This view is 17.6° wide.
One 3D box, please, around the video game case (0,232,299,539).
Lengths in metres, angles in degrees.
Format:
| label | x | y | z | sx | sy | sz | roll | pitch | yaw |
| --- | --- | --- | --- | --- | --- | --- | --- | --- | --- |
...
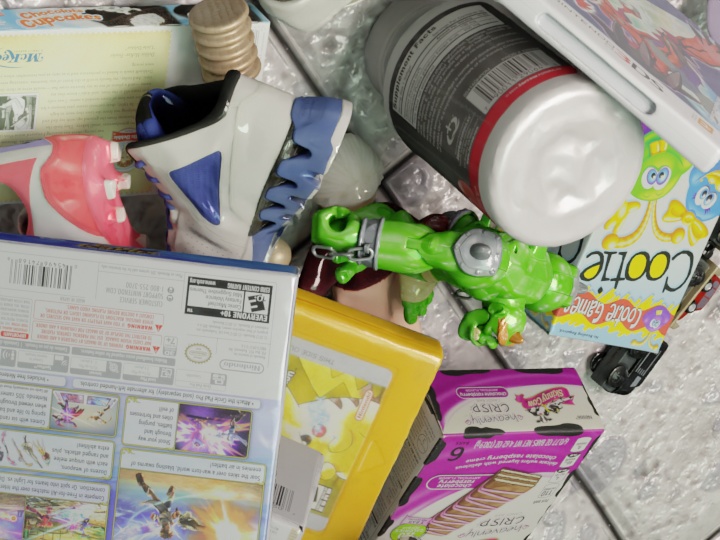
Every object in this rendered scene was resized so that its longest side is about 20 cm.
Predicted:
| label | x | y | z | sx | sy | sz | roll | pitch | yaw |
| --- | --- | --- | --- | --- | --- | --- | --- | --- | --- |
| video game case | -0.144 | 0.077 | 1.366 | 0.199 | 0.045 | 0.182 | 7 | 96 | 0 |

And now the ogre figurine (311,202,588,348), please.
| label | x | y | z | sx | sy | sz | roll | pitch | yaw |
| --- | --- | --- | --- | --- | --- | --- | --- | --- | --- |
| ogre figurine | 0.063 | -0.006 | 1.498 | 0.200 | 0.120 | 0.098 | 48 | 57 | -50 |

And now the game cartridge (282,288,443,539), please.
| label | x | y | z | sx | sy | sz | roll | pitch | yaw |
| --- | --- | --- | --- | --- | --- | --- | --- | --- | --- |
| game cartridge | -0.069 | 0.092 | 1.546 | 0.200 | 0.032 | 0.177 | 19 | 110 | -13 |

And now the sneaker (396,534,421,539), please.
| label | x | y | z | sx | sy | sz | roll | pitch | yaw |
| --- | --- | --- | --- | --- | --- | --- | --- | --- | --- |
| sneaker | 0.001 | 0.233 | 1.575 | 0.115 | 0.075 | 0.200 | -15 | 164 | 6 |

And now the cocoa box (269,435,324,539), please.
| label | x | y | z | sx | sy | sz | roll | pitch | yaw |
| --- | --- | --- | --- | --- | --- | --- | --- | --- | --- |
| cocoa box | -0.142 | 0.154 | 1.474 | 0.200 | 0.133 | 0.131 | 24 | 107 | -3 |

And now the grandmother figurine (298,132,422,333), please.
| label | x | y | z | sx | sy | sz | roll | pitch | yaw |
| --- | --- | --- | --- | --- | --- | --- | --- | --- | --- |
| grandmother figurine | 0.000 | 0.000 | 1.571 | 0.121 | 0.060 | 0.200 | -37 | 130 | -36 |

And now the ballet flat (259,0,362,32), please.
| label | x | y | z | sx | sy | sz | roll | pitch | yaw |
| --- | --- | --- | --- | --- | --- | --- | --- | --- | --- |
| ballet flat | 0.022 | -0.218 | 1.458 | 0.200 | 0.069 | 0.069 | -35 | 129 | -2 |

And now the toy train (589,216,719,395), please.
| label | x | y | z | sx | sy | sz | roll | pitch | yaw |
| --- | --- | --- | --- | --- | --- | --- | --- | --- | --- |
| toy train | 0.244 | 0.011 | 1.730 | 0.046 | 0.034 | 0.200 | 30 | 100 | -42 |

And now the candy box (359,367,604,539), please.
| label | x | y | z | sx | sy | sz | roll | pitch | yaw |
| --- | --- | --- | --- | --- | --- | --- | --- | --- | --- |
| candy box | 0.066 | 0.154 | 1.650 | 0.136 | 0.061 | 0.200 | 0 | 139 | -29 |

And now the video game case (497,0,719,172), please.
| label | x | y | z | sx | sy | sz | roll | pitch | yaw |
| --- | --- | --- | --- | --- | --- | --- | --- | --- | --- |
| video game case | 0.160 | -0.151 | 1.441 | 0.182 | 0.200 | 0.023 | 40 | 113 | -2 |

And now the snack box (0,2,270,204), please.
| label | x | y | z | sx | sy | sz | roll | pitch | yaw |
| --- | --- | --- | --- | --- | --- | --- | --- | --- | --- |
| snack box | -0.158 | -0.103 | 1.428 | 0.200 | 0.037 | 0.116 | -5 | 119 | -28 |

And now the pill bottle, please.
| label | x | y | z | sx | sy | sz | roll | pitch | yaw |
| --- | --- | --- | --- | --- | --- | --- | --- | --- | --- |
| pill bottle | 0.082 | -0.105 | 1.461 | 0.110 | 0.200 | 0.111 | -14 | 123 | -22 |

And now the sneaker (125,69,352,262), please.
| label | x | y | z | sx | sy | sz | roll | pitch | yaw |
| --- | --- | --- | --- | --- | --- | --- | --- | --- | --- |
| sneaker | -0.095 | -0.052 | 1.412 | 0.115 | 0.081 | 0.200 | 28 | 126 | -8 |

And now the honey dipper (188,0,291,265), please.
| label | x | y | z | sx | sy | sz | roll | pitch | yaw |
| --- | --- | --- | --- | --- | --- | --- | --- | --- | --- |
| honey dipper | -0.071 | -0.079 | 1.451 | 0.038 | 0.038 | 0.200 | -24 | 132 | -16 |

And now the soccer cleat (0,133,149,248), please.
| label | x | y | z | sx | sy | sz | roll | pitch | yaw |
| --- | --- | --- | --- | --- | --- | --- | --- | --- | --- |
| soccer cleat | -0.171 | -0.009 | 1.430 | 0.076 | 0.067 | 0.200 | 2 | 141 | 7 |

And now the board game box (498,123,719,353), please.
| label | x | y | z | sx | sy | sz | roll | pitch | yaw |
| --- | --- | --- | --- | --- | --- | --- | --- | --- | --- |
| board game box | 0.181 | -0.059 | 1.608 | 0.105 | 0.103 | 0.200 | 10 | 111 | -34 |

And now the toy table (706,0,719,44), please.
| label | x | y | z | sx | sy | sz | roll | pitch | yaw |
| --- | --- | --- | --- | --- | --- | --- | --- | --- | --- |
| toy table | 0.310 | -0.231 | 1.549 | 0.200 | 0.184 | 0.117 | -49 | 146 | -12 |
